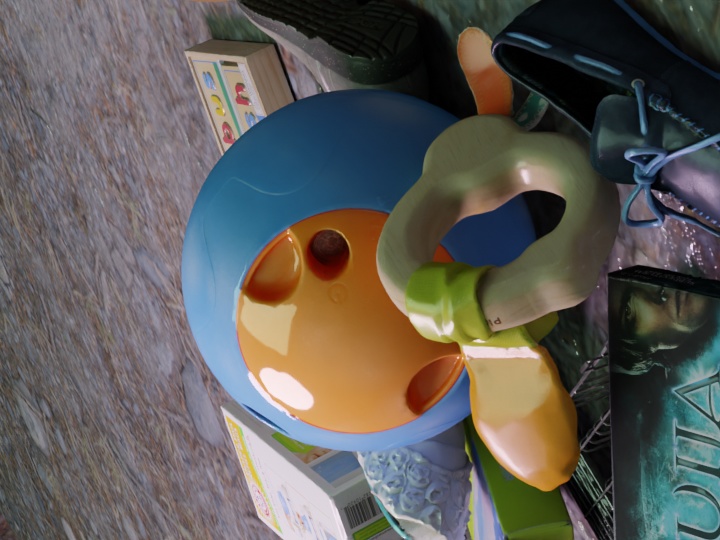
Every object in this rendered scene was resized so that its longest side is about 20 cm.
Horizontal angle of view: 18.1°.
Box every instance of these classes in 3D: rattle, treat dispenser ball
[{"bbox_3d":[0.088,-0.015,1.160,0.143,0.130,0.201,44,-155,-28],"label":"rattle"},{"bbox_3d":[0.000,0.000,1.259,0.201,0.200,0.202,52,157,33],"label":"treat dispenser ball"}]

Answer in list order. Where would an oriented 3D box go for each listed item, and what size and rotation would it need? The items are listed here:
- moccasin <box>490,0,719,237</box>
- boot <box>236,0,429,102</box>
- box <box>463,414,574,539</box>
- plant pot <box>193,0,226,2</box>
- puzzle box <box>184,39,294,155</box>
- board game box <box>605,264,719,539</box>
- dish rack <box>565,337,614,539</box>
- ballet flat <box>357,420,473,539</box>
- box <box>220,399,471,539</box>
[{"bbox_3d":[0.135,-0.062,1.068,0.200,0.068,0.081,43,151,44],"label":"moccasin"},{"bbox_3d":[-0.009,-0.113,1.399,0.200,0.067,0.131,42,156,51],"label":"boot"},{"bbox_3d":[0.090,0.141,1.370,0.201,0.047,0.122,-106,7,-47],"label":"box"},{"bbox_3d":[-0.087,-0.234,1.324,0.187,0.185,0.200,64,174,3],"label":"plant pot"},{"bbox_3d":[-0.064,-0.071,1.645,0.133,0.025,0.201,16,128,66],"label":"puzzle box"},{"bbox_3d":[0.178,0.106,1.098,0.135,0.028,0.202,13,111,48],"label":"board game box"},{"bbox_3d":[0.165,0.113,1.228,0.154,0.054,0.200,61,162,15],"label":"dish rack"},{"bbox_3d":[0.029,0.083,1.358,0.200,0.071,0.072,-111,8,-54],"label":"ballet flat"},{"bbox_3d":[-0.004,0.145,1.611,0.200,0.112,0.102,29,142,60],"label":"box"}]
